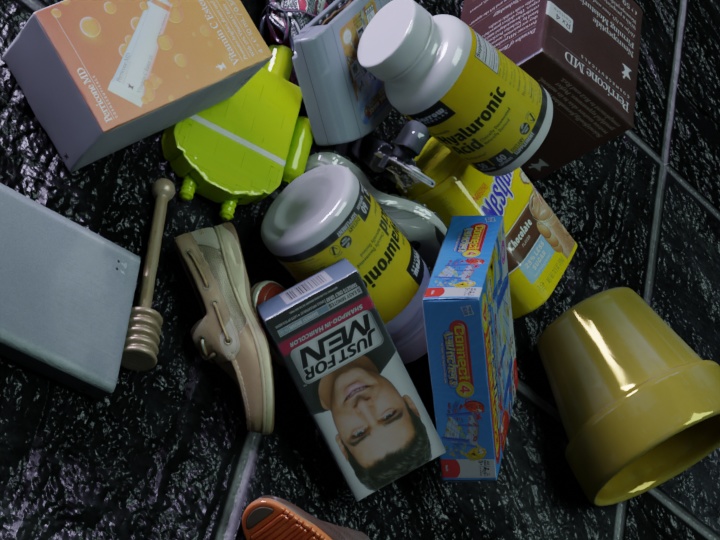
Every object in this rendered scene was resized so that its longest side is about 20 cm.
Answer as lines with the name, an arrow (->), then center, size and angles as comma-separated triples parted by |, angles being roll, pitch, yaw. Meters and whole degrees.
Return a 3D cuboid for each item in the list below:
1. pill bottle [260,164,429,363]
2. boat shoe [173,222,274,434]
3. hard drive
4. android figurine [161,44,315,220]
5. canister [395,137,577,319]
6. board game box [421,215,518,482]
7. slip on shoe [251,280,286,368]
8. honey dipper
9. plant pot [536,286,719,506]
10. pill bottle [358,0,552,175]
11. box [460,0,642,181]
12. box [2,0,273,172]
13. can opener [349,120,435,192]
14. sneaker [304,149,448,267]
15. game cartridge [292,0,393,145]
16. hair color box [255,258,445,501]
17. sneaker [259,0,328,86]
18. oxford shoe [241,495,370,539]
pill bottle -> 0.000, 0.000, 1.551 | 0.200, 0.111, 0.112 | 50, 41, -32
boat shoe -> -0.125, 0.058, 1.447 | 0.064, 0.071, 0.201 | -13, 76, -12
hard drive -> -0.285, 0.008, 1.326 | 0.199, 0.033, 0.140 | 30, 50, -31
android figurine -> -0.127, -0.147, 1.547 | 0.181, 0.041, 0.201 | 24, 63, -25
canister -> 0.146, -0.062, 1.765 | 0.200, 0.086, 0.149 | 51, 42, -14
board game box -> 0.113, 0.074, 1.567 | 0.196, 0.055, 0.201 | -66, 152, -62
slip on shoe -> -0.031, 0.079, 1.526 | 0.200, 0.061, 0.074 | 44, 46, -17
honey dipper -> -0.193, -0.003, 1.428 | 0.038, 0.038, 0.201 | 28, 47, -32
plant pot -> 0.297, 0.131, 1.747 | 0.200, 0.201, 0.190 | -2, 54, -46
pill bottle -> 0.095, -0.192, 1.615 | 0.199, 0.111, 0.112 | 33, 48, -31
box -> 0.223, -0.254, 1.885 | 0.166, 0.164, 0.201 | 34, 48, -28
box -> -0.202, -0.196, 1.435 | 0.199, 0.097, 0.125 | -31, 89, -34
can opener -> 0.038, -0.120, 1.618 | 0.052, 0.200, 0.067 | 31, 90, -16
sneaker -> 0.012, -0.046, 1.638 | 0.199, 0.074, 0.080 | 28, 60, -25
game cartridge -> -0.005, -0.215, 1.637 | 0.200, 0.041, 0.134 | -52, 128, -52
hair color box -> -0.009, 0.102, 1.470 | 0.099, 0.061, 0.201 | -28, 107, -6
sneaker -> -0.074, -0.281, 1.663 | 0.074, 0.080, 0.201 | 4, 67, -41
oxford shoe -> -0.032, 0.262, 1.433 | 0.200, 0.071, 0.073 | 45, 24, -24
